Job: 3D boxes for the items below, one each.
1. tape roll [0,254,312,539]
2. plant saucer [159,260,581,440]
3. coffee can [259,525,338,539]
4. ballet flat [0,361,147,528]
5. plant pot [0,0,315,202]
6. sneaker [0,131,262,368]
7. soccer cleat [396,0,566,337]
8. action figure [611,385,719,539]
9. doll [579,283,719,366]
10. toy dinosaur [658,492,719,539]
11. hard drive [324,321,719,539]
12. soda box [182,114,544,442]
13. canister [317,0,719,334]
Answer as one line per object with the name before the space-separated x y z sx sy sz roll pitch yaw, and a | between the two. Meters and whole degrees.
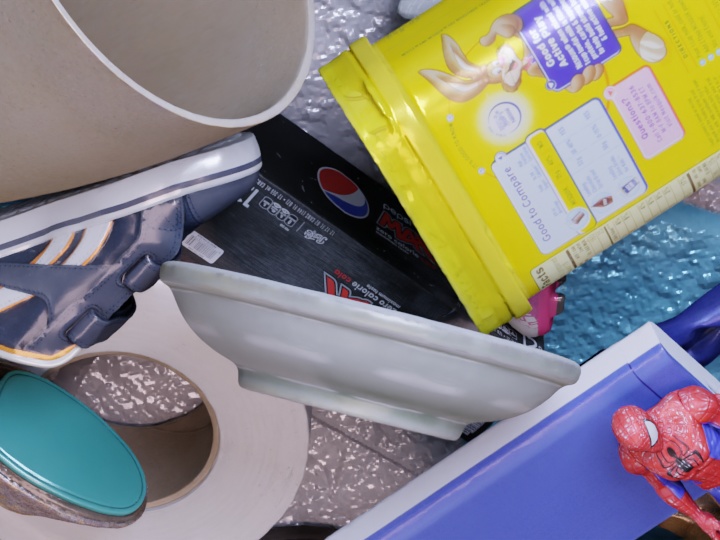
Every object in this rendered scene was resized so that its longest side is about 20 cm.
tape roll | -0.124 0.065 1.459 0.201 0.071 0.203 1 125 1
plant saucer | 0.000 0.042 1.280 0.199 0.200 0.051 14 88 -7
coffee can | -0.033 0.259 1.512 0.145 0.201 0.147 1 126 2
ballet flat | -0.199 0.075 1.397 0.199 0.068 0.067 35 139 -14
plant pot | -0.156 -0.111 1.289 0.199 0.188 0.187 -28 120 36
sneaker | -0.128 -0.004 1.335 0.199 0.078 0.080 -19 97 19
soccer cleat | 0.059 -0.060 1.370 0.086 0.070 0.201 -1 119 7
action figure | 0.189 0.101 1.384 0.065 0.052 0.199 -40 137 26
doll | 0.131 0.064 1.430 0.200 0.049 0.136 -37 158 16
toy dinosaur | 0.190 0.131 1.499 0.199 0.061 0.107 16 126 -8
hard drive | 0.097 0.113 1.408 0.199 0.025 0.132 -35 141 15
soda box | 0.000 0.000 1.407 0.200 0.071 0.063 35 118 -20
canister | 0.102 -0.083 1.276 0.199 0.087 0.149 -32 119 1
